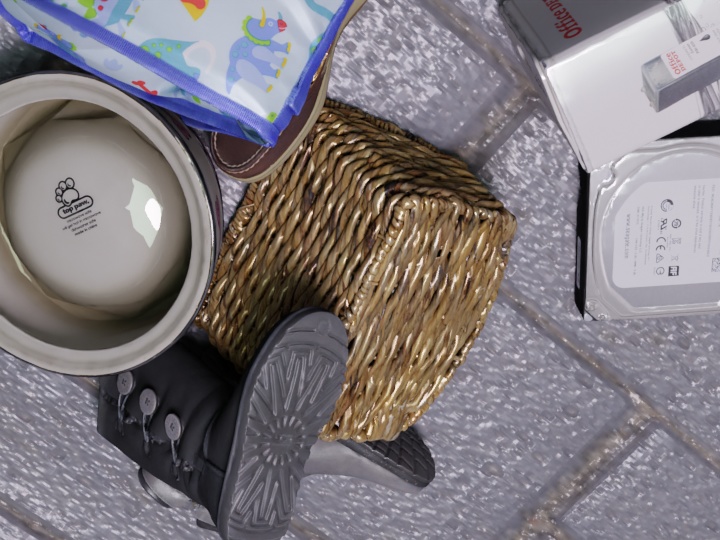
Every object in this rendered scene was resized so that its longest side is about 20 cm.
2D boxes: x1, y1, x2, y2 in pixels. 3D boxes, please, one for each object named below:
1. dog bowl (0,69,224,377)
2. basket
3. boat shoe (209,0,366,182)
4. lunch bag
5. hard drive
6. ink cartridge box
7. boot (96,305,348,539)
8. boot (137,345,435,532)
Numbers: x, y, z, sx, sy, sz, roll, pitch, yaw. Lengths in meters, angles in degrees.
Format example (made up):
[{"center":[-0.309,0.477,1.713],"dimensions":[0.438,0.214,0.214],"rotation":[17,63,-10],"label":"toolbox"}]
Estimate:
[{"center":[-0.179,-0.036,0.939],"dimensions":[0.198,0.074,0.202],"rotation":[4,107,13],"label":"dog bowl"},{"center":[0.000,0.000,1.002],"dimensions":[0.142,0.149,0.201],"rotation":[6,118,-44],"label":"basket"},{"center":[-0.049,-0.148,0.913],"dimensions":[0.072,0.072,0.201],"rotation":[37,106,16],"label":"boat shoe"},{"center":[-0.095,-0.183,0.824],"dimensions":[0.199,0.127,0.171],"rotation":[25,82,16],"label":"lunch bag"},{"center":[0.255,-0.037,1.022],"dimensions":[0.198,0.038,0.141],"rotation":[-3,114,-4],"label":"hard drive"},{"center":[0.201,-0.161,0.902],"dimensions":[0.199,0.146,0.085],"rotation":[-24,115,6],"label":"ink cartridge box"},{"center":[-0.102,0.073,0.961],"dimensions":[0.065,0.200,0.166],"rotation":[16,98,-37],"label":"boot"},{"center":[-0.055,0.147,1.066],"dimensions":[0.199,0.070,0.132],"rotation":[26,112,-3],"label":"boot"}]
